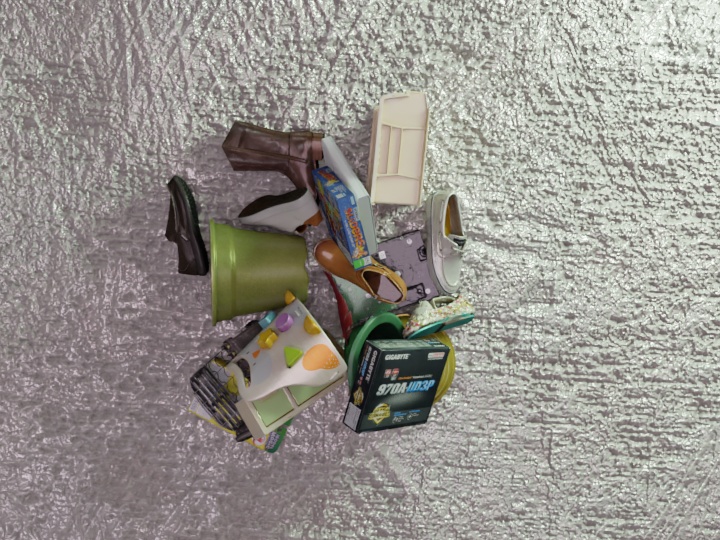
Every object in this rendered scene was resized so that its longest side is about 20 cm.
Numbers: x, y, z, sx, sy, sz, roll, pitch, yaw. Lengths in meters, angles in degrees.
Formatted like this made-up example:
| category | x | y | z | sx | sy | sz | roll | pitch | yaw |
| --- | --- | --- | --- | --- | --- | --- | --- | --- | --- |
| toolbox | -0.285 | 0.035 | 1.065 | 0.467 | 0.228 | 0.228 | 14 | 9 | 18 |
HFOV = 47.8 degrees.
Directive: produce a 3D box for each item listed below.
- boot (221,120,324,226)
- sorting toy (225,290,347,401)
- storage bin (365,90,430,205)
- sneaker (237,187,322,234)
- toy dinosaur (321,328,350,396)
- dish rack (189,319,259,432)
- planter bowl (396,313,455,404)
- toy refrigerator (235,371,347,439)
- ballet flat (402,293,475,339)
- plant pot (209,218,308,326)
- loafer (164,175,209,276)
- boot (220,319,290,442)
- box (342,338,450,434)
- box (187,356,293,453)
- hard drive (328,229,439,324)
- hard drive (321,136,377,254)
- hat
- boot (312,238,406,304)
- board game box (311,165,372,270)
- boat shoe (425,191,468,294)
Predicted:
| category | x | y | z | sx | sy | sz | roll | pitch | yaw |
| --- | --- | --- | --- | --- | --- | --- | --- | --- | --- |
| boot | -0.173 | -0.189 | 1.585 | 0.196 | 0.064 | 0.190 | 6 | 97 | 3 |
| sorting toy | -0.151 | 0.147 | 1.444 | 0.179 | 0.200 | 0.107 | -37 | 127 | -7 |
| storage bin | 0.066 | -0.222 | 1.507 | 0.092 | 0.200 | 0.202 | 5 | 96 | -2 |
| sneaker | -0.154 | -0.097 | 1.552 | 0.085 | 0.198 | 0.073 | 57 | 51 | -27 |
| toy dinosaur | -0.050 | 0.159 | 1.590 | 0.058 | 0.100 | 0.202 | -45 | 130 | -28 |
| dish rack | -0.225 | 0.206 | 1.583 | 0.200 | 0.055 | 0.154 | -42 | 86 | -19 |
| planter bowl | 0.094 | 0.192 | 1.607 | 0.197 | 0.083 | 0.204 | 0 | 95 | 1 |
| toy refrigerator | -0.121 | 0.218 | 1.477 | 0.199 | 0.070 | 0.077 | -30 | 86 | -30 |
| ballet flat | 0.142 | 0.087 | 1.566 | 0.076 | 0.198 | 0.065 | -43 | 68 | 40 |
| plant pot | -0.195 | 0.001 | 1.549 | 0.181 | 0.200 | 0.204 | -2 | 96 | -11 |
| loafer | -0.352 | -0.083 | 1.586 | 0.070 | 0.073 | 0.203 | -12 | 96 | 0 |
| boot | -0.203 | 0.202 | 1.529 | 0.200 | 0.069 | 0.175 | -40 | 87 | -29 |
| box | 0.067 | 0.207 | 1.478 | 0.046 | 0.198 | 0.161 | 27 | 105 | 41 |
| box | -0.232 | 0.272 | 1.636 | 0.198 | 0.048 | 0.119 | 29 | 94 | 0 |
| hard drive | 0.044 | 0.015 | 1.612 | 0.197 | 0.038 | 0.142 | -19 | 95 | 1 |
| hard drive | -0.021 | -0.140 | 1.498 | 0.026 | 0.201 | 0.133 | -19 | 134 | -9 |
| hat | -0.023 | 0.141 | 1.548 | 0.201 | 0.174 | 0.166 | -57 | 136 | -25 |
| boot | 0.000 | 0.000 | 1.515 | 0.197 | 0.155 | 0.075 | 24 | 96 | -2 |
| board game box | -0.036 | -0.099 | 1.475 | 0.034 | 0.200 | 0.137 | -19 | 115 | -9 |
| boat shoe | 0.174 | -0.054 | 1.579 | 0.070 | 0.069 | 0.204 | -5 | 92 | -37 |
